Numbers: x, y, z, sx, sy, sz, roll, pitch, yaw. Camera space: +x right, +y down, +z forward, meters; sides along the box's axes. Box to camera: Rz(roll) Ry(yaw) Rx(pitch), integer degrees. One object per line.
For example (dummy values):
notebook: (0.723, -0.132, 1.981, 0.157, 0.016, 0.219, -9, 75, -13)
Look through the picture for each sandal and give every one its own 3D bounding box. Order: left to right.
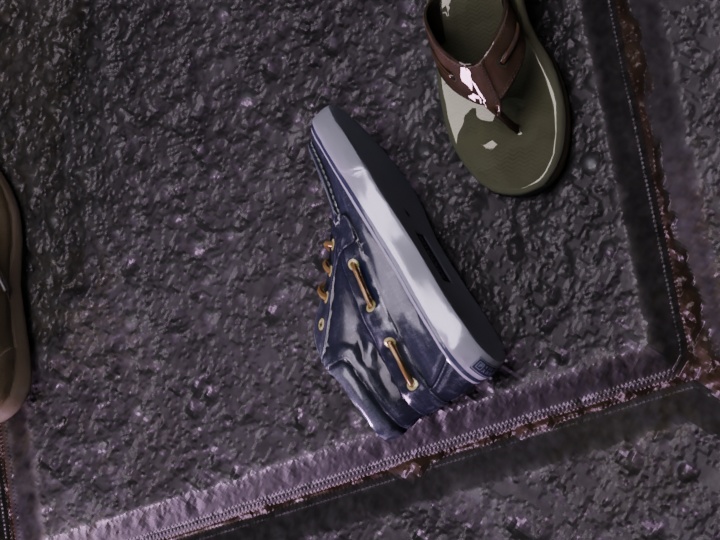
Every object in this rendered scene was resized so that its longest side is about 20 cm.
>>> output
sandal: (0.067, -0.140, 1.610, 0.080, 0.057, 0.202, -13, 91, 29)

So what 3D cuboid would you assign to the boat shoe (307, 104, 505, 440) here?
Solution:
boat shoe: (0.000, 0.000, 1.629, 0.091, 0.071, 0.201, -37, 65, 16)

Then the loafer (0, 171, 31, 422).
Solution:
loafer: (-0.265, 0.001, 1.799, 0.076, 0.067, 0.201, -26, 67, 25)
